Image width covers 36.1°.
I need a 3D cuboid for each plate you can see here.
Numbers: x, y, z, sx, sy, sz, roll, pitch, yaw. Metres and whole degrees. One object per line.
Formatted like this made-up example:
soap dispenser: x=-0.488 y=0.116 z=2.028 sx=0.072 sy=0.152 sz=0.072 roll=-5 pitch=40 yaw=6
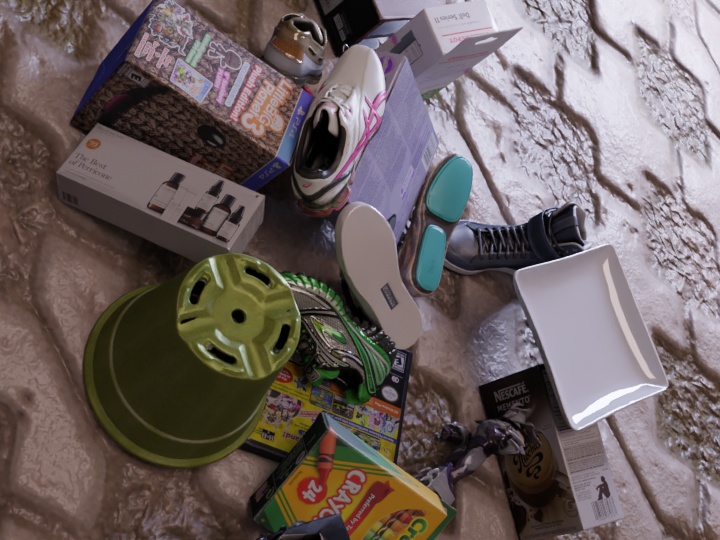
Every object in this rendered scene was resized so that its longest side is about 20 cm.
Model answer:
plate: x=0.278 y=0.079 z=1.358 sx=0.199 sy=0.032 sz=0.200 roll=-15 pitch=81 yaw=-39

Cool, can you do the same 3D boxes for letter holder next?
letter holder: x=0.012 y=-0.400 z=1.458 sx=0.142 sy=0.100 sz=0.201 roll=-16 pitch=82 yaw=-41

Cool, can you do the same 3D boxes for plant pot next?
plant pot: x=-0.150 y=0.073 z=1.076 sx=0.199 sy=0.190 sz=0.201 roll=11 pitch=64 yaw=-23

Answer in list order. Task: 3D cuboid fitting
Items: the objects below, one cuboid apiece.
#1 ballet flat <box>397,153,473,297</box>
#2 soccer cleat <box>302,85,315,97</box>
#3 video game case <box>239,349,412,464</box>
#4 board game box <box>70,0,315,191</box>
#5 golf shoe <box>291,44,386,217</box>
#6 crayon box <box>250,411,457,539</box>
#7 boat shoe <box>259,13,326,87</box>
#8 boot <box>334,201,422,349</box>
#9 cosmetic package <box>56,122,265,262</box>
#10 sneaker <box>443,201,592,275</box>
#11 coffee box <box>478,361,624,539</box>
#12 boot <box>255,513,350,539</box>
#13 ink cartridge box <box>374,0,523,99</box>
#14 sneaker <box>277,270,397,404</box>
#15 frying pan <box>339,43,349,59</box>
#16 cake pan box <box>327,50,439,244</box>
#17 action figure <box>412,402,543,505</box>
ballet flat: x=0.083 y=-0.058 z=1.387 sx=0.068 sy=0.067 sz=0.201 roll=34 pitch=64 yaw=-26
soccer cleat: x=-0.064 y=-0.187 z=1.331 sx=0.199 sy=0.076 sz=0.067 roll=18 pitch=62 yaw=-29
video game case: x=-0.036 y=0.143 z=1.253 sx=0.199 sy=0.025 sz=0.181 roll=25 pitch=59 yaw=-27
board game box: x=-0.180 y=-0.171 z=1.187 sx=0.200 sy=0.159 sz=0.097 roll=32 pitch=57 yaw=-22
golf shoe: x=-0.019 y=-0.159 z=1.163 sx=0.072 sy=0.092 sz=0.201 roll=13 pitch=69 yaw=8
crayon box: x=0.000 y=0.258 z=1.172 sx=0.200 sy=0.051 sz=0.127 roll=37 pitch=97 yaw=-18
boat shoe: x=-0.070 y=-0.263 z=1.302 sx=0.075 sy=0.069 sz=0.200 roll=28 pitch=18 yaw=-6
boot: x=0.000 y=0.000 z=1.248 sx=0.073 sy=0.090 sz=0.201 roll=-35 pitch=127 yaw=-21
cosmetic package: x=-0.205 y=-0.076 z=1.143 sx=0.199 sy=0.051 sz=0.083 roll=23 pitch=52 yaw=8
sneaker: x=0.203 y=-0.044 z=1.426 sx=0.202 sy=0.146 sz=0.077 roll=5 pitch=71 yaw=-33
coffee box: x=0.233 y=0.221 z=1.361 sx=0.080 sy=0.113 sz=0.201 roll=-5 pitch=74 yaw=-37
boot: x=-0.116 y=0.293 z=1.020 sx=0.165 sy=0.200 sz=0.066 roll=-30 pitch=91 yaw=-40
ink cartridge box: x=0.097 y=-0.282 z=1.406 sx=0.117 sy=0.200 sz=0.068 roll=-19 pitch=83 yaw=-39
sneaker: x=-0.046 y=0.072 z=1.206 sx=0.200 sy=0.078 sz=0.085 roll=37 pitch=55 yaw=-20
frying pan: x=0.002 y=-0.169 z=1.349 sx=0.115 sy=0.031 sz=0.191 roll=9 pitch=97 yaw=-50
cake pan box: x=0.024 y=-0.129 z=1.298 sx=0.201 sy=0.052 sz=0.184 roll=-67 pitch=157 yaw=-18
action figure: x=0.128 y=0.214 z=1.285 sx=0.200 sy=0.130 sz=0.070 roll=-36 pitch=94 yaw=-28
